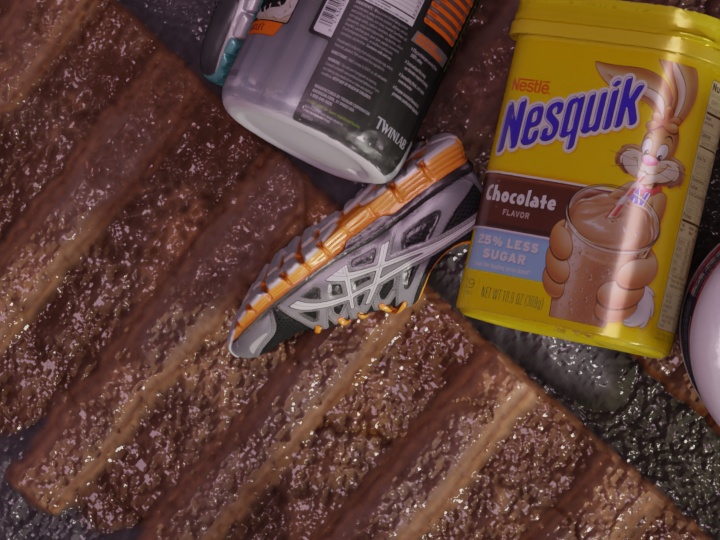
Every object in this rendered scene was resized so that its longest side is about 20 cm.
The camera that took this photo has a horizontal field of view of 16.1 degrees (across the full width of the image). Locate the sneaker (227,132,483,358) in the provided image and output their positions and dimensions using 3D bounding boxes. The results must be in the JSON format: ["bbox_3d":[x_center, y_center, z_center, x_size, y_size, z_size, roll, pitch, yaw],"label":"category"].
[{"bbox_3d":[0.000,0.000,1.607,0.200,0.078,0.077,-36,104,14],"label":"sneaker"}]

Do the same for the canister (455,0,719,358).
[{"bbox_3d":[0.144,-0.058,1.545,0.148,0.086,0.201,11,86,37],"label":"canister"}]

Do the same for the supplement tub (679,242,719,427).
[{"bbox_3d":[0.259,0.039,1.496,0.139,0.200,0.142,0,92,4],"label":"supplement tub"}]

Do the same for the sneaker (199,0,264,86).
[{"bbox_3d":[-0.071,-0.218,1.624,0.091,0.078,0.201,20,91,24],"label":"sneaker"}]

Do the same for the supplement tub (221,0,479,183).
[{"bbox_3d":[0.007,-0.165,1.567,0.122,0.123,0.201,24,82,8],"label":"supplement tub"}]
